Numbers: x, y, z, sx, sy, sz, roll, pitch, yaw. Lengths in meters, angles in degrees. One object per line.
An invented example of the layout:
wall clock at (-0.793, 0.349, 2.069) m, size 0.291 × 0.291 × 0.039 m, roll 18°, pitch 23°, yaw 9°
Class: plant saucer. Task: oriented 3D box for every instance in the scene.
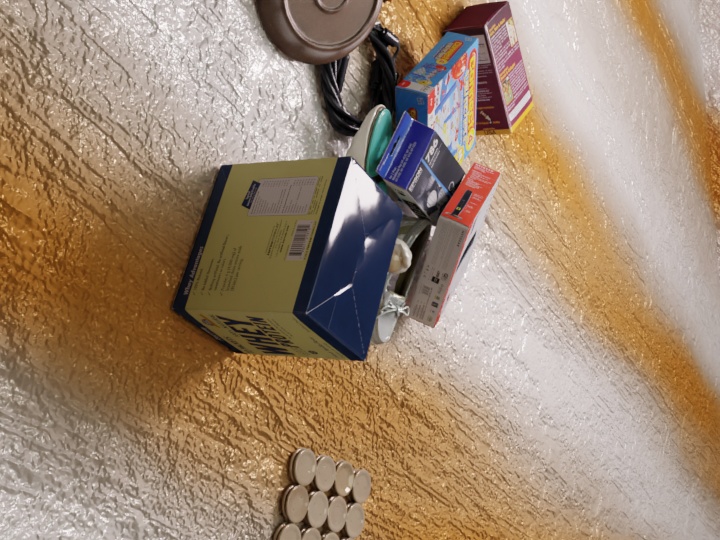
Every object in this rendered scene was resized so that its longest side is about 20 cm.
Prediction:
plant saucer at (-0.044, -0.370, 1.368) m, size 0.198 × 0.032 × 0.203 m, roll -15°, pitch 118°, yaw -30°

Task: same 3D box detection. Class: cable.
cable at (0.000, -0.286, 1.500) m, size 0.163 × 0.050 × 0.202 m, roll 46°, pitch 54°, yaw -47°

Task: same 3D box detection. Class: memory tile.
memory tile at (-0.051, 0.338, 1.461) m, size 0.200 × 0.017 × 0.155 m, roll 33°, pitch 63°, yaw -52°

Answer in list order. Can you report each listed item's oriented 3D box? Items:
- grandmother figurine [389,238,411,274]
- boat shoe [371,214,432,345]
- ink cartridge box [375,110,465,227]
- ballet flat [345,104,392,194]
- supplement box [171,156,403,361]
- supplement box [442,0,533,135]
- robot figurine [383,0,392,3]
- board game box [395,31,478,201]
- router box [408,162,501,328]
grandmother figurine at (0.000, 0.000, 1.458) m, size 0.199 × 0.060 × 0.122 m, roll -24°, pitch 141°, yaw -42°
boat shoe at (0.052, 0.015, 1.561) m, size 0.074 × 0.064 × 0.204 m, roll 32°, pitch 73°, yaw -52°
ink cartridge box at (0.092, -0.143, 1.518) m, size 0.100 × 0.039 × 0.200 m, roll -64°, pitch 151°, yaw -6°
ballet flat at (0.008, -0.138, 1.486) m, size 0.069 × 0.069 × 0.202 m, roll -36°, pitch 131°, yaw -50°
supplement box at (-0.084, -0.013, 1.239) m, size 0.134 × 0.198 × 0.202 m, roll 42°, pitch 56°, yaw -48°
supplement box at (0.224, -0.349, 1.808) m, size 0.110 × 0.085 × 0.202 m, roll -50°, pitch 130°, yaw -44°
robot figurine at (-0.026, -0.435, 1.441) m, size 0.199 × 0.058 × 0.147 m, roll -2°, pitch 91°, yaw -50°
board game box at (0.121, -0.237, 1.629) m, size 0.196 × 0.055 × 0.202 m, roll -52°, pitch 149°, yaw -43°
router box at (0.146, -0.041, 1.625) m, size 0.180 × 0.048 × 0.202 m, roll -55°, pitch 164°, yaw -50°
